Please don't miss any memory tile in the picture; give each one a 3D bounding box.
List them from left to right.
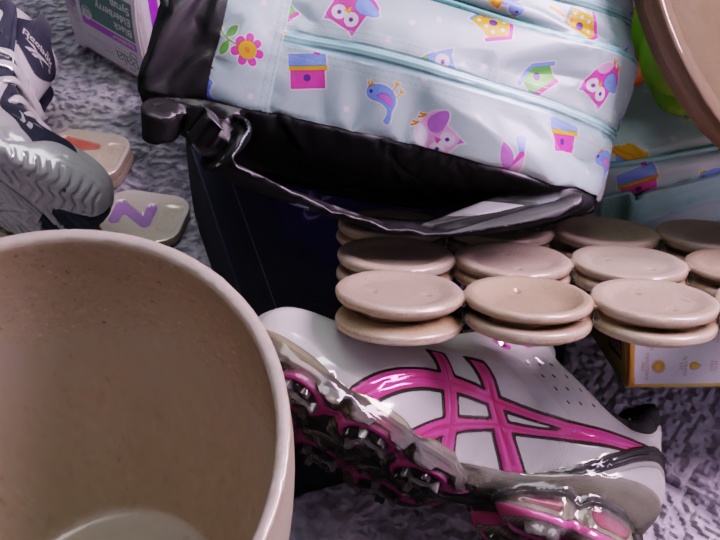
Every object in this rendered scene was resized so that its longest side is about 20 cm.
[{"bbox_3d":[0.088,0.002,0.531,0.198,0.017,0.153,2,17,-2],"label":"memory tile"}]

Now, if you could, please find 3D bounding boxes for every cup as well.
[{"bbox_3d":[-0.112,0.107,0.477,0.199,0.144,0.201,-5,51,6],"label":"cup"}]

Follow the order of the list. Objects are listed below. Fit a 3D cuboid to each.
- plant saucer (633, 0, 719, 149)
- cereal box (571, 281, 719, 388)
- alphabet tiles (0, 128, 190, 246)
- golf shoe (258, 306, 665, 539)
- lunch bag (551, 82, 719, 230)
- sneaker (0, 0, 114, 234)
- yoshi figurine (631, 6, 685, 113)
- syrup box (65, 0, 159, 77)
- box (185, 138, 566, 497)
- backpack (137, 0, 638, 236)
[{"bbox_3d":[0.186,-0.125,0.562,0.199,0.029,0.202,10,72,-33],"label":"plant saucer"},{"bbox_3d":[0.210,0.016,0.599,0.198,0.040,0.144,-1,13,0],"label":"cereal box"},{"bbox_3d":[-0.202,-0.014,0.700,0.194,0.015,0.201,8,46,9],"label":"alphabet tiles"},{"bbox_3d":[0.041,0.059,0.531,0.199,0.073,0.093,29,64,-17],"label":"golf shoe"},{"bbox_3d":[0.160,-0.084,0.719,0.199,0.077,0.161,-12,47,-11],"label":"lunch bag"},{"bbox_3d":[-0.196,-0.099,0.716,0.198,0.080,0.130,15,55,30],"label":"sneaker"},{"bbox_3d":[0.180,-0.178,0.669,0.112,0.112,0.201,11,60,-25],"label":"yoshi figurine"},{"bbox_3d":[-0.098,-0.212,0.848,0.079,0.082,0.200,31,52,29],"label":"syrup box"},{"bbox_3d":[0.000,0.000,0.640,0.140,0.079,0.201,-15,47,-10],"label":"box"},{"bbox_3d":[0.019,-0.086,0.551,0.198,0.128,0.167,12,9,4],"label":"backpack"}]
